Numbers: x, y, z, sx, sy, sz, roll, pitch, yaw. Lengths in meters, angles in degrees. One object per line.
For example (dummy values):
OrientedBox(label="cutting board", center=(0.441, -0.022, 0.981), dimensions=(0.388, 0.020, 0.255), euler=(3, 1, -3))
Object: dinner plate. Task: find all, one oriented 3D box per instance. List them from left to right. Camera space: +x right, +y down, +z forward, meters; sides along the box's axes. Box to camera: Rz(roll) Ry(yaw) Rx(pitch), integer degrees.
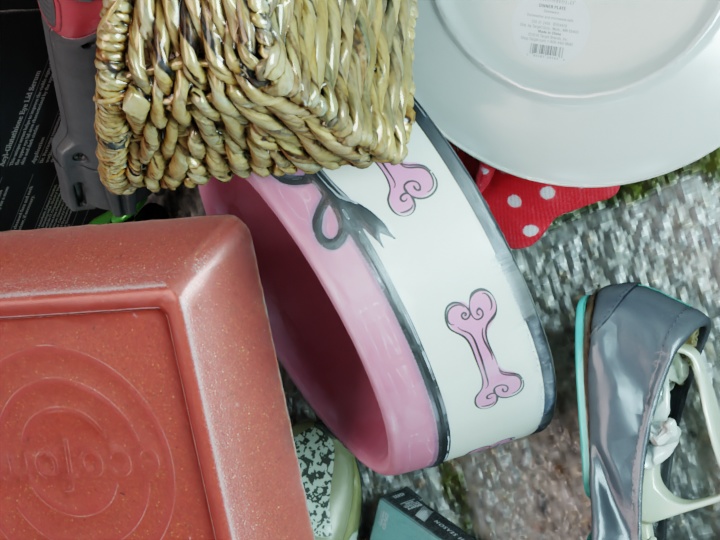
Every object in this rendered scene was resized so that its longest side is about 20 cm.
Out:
OrientedBox(label="dinner plate", center=(0.091, -0.134, 1.208), dimensions=(0.200, 0.024, 0.201), euler=(-1, 88, 19))

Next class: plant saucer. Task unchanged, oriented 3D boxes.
OrientedBox(label="plant saucer", center=(-0.124, 0.081, 1.323), dimensions=(0.199, 0.037, 0.201), euler=(-4, 107, 27))

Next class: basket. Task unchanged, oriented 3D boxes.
OrientedBox(label="basket", center=(-0.068, -0.143, 1.188), dimensions=(0.149, 0.143, 0.201), euler=(-4, 73, 29))

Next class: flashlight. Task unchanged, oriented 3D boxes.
OrientedBox(label="flashlight", center=(-0.117, -0.107, 1.413), dimensions=(0.068, 0.068, 0.200), euler=(10, 147, 11))

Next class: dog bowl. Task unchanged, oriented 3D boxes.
OrientedBox(label="dog bowl", center=(0.000, 0.000, 1.292), dimensions=(0.200, 0.074, 0.200), euler=(54, 165, 22))

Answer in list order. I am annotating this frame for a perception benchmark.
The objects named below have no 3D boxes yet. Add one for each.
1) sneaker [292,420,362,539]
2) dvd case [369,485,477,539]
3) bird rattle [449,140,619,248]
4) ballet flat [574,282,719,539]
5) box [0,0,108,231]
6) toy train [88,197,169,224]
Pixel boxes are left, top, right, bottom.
OrientedBox(label="sneaker", center=(-0.074, 0.151, 1.409), dimensions=(0.077, 0.089, 0.200), euler=(32, 81, 29))
OrientedBox(label="dvd case", center=(0.065, 0.209, 1.369), dimensions=(0.200, 0.022, 0.146), euler=(33, 119, 38))
OrientedBox(label="bird rattle", center=(0.030, -0.102, 1.324), dimensions=(0.163, 0.113, 0.200), euler=(-22, 94, 58))
OrientedBox(label="ballet flat", center=(0.121, 0.106, 1.257), dimensions=(0.073, 0.073, 0.201), euler=(6, 96, 46))
OrientedBox(label="box", center=(-0.188, -0.073, 1.504), dimensions=(0.079, 0.141, 0.200), euler=(47, 127, 30))
OrientedBox(label="toy train", center=(-0.149, 0.029, 1.452), dimensions=(0.056, 0.200, 0.042), euler=(-24, 110, 37))
